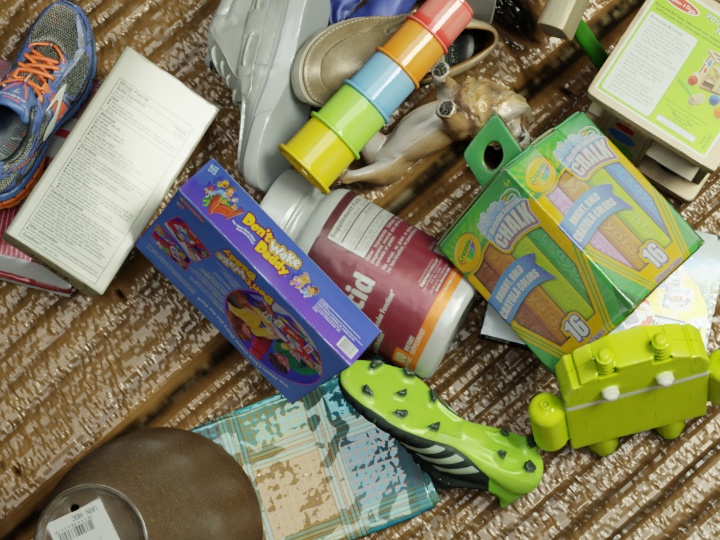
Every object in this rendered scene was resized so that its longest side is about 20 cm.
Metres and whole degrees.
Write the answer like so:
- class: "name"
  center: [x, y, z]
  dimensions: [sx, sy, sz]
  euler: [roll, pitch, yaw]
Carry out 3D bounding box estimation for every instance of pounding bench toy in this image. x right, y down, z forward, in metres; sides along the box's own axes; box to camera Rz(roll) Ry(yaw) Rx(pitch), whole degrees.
- class: "pounding bench toy"
  center: [0.245, -0.173, 1.333]
  dimensions: [0.199, 0.156, 0.125]
  euler: [33, 84, 7]

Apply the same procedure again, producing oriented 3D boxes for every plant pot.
- class: "plant pot"
  center: [-0.192, 0.221, 1.253]
  dimensions: [0.185, 0.200, 0.189]
  euler: [-1, 83, 9]

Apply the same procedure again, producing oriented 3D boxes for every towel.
- class: "towel"
  center: [-0.043, 0.175, 1.355]
  dimensions: [0.199, 0.022, 0.148]
  euler: [-20, 79, -1]
- class: "towel"
  center: [-0.305, -0.088, 1.410]
  dimensions: [0.143, 0.023, 0.202]
  euler: [14, 81, 5]

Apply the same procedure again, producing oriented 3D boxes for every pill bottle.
- class: "pill bottle"
  center: [0.000, 0.000, 1.335]
  dimensions: [0.199, 0.114, 0.115]
  euler: [29, 83, 7]

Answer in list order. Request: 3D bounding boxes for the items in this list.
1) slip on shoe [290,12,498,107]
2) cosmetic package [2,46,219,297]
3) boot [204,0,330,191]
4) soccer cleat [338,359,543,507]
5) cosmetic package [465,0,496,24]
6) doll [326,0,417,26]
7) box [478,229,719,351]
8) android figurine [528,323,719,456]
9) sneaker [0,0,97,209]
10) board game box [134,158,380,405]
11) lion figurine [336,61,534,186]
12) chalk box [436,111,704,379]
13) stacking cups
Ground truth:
- class: "slip on shoe"
  center: [0.033, -0.189, 1.350]
  dimensions: [0.199, 0.060, 0.077]
  euler: [-13, 104, -31]
- class: "cosmetic package"
  center: [-0.224, -0.086, 1.362]
  dimensions: [0.105, 0.071, 0.201]
  euler: [35, 78, -12]
- class: "boot"
  center: [-0.096, -0.171, 1.359]
  dimensions: [0.095, 0.074, 0.201]
  euler: [10, 77, 24]
- class: "soccer cleat"
  center: [0.062, 0.146, 1.311]
  dimensions: [0.199, 0.081, 0.068]
  euler: [28, 43, -7]
- class: "cosmetic package"
  center: [0.112, -0.338, 1.404]
  dimensions: [0.050, 0.083, 0.202]
  euler: [6, 81, 4]
- class: "doll"
  center: [-0.026, -0.211, 1.405]
  dimensions: [0.200, 0.048, 0.137]
  euler: [-43, 77, -5]
- class: "box"
  center: [0.218, 0.017, 1.362]
  dimensions: [0.198, 0.038, 0.138]
  euler: [14, 81, 5]
- class: "android figurine"
  center: [0.228, 0.101, 1.265]
  dimensions: [0.181, 0.200, 0.041]
  euler: [-14, 62, 2]
- class: "sneaker"
  center: [-0.297, -0.153, 1.370]
  dimensions: [0.075, 0.078, 0.201]
  euler: [20, 83, 6]
- class: "board game box"
  center: [-0.091, 0.014, 1.291]
  dimensions: [0.200, 0.134, 0.045]
  euler: [46, 59, -4]
- class: "lion figurine"
  center: [0.054, -0.121, 1.371]
  dimensions: [0.199, 0.122, 0.073]
  euler: [-19, 70, 15]
- class: "chalk box"
  center: [0.159, -0.039, 1.270]
  dimensions: [0.200, 0.125, 0.124]
  euler: [47, 50, 9]
- class: "stacking cups"
  center: [0.019, -0.155, 1.299]
  dimensions: [0.060, 0.061, 0.200]
  euler: [43, 84, 8]
